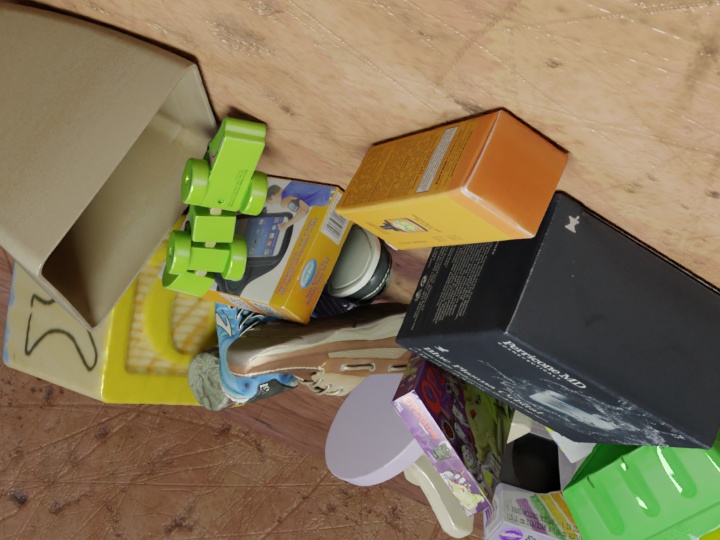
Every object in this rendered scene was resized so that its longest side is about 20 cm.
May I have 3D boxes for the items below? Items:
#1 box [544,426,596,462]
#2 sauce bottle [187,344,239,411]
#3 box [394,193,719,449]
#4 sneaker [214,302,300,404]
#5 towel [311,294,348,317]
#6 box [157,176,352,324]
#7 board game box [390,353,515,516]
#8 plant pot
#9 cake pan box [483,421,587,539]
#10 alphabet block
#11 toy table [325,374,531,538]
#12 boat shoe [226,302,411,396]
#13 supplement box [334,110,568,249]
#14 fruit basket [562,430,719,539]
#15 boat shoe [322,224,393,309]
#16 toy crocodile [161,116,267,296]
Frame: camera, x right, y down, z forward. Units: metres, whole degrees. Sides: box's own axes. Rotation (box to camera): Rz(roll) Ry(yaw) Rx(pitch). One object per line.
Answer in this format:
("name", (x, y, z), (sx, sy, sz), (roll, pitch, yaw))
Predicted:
("box", (0.175, 0.105, 1.323), (0.122, 0.047, 0.200), (59, -176, 28))
("sauce bottle", (-0.083, 0.088, 1.422), (0.064, 0.065, 0.199), (12, -159, 41))
("box", (0.163, 0.046, 1.093), (0.196, 0.118, 0.200), (29, 165, -17))
("sneaker", (-0.111, 0.045, 1.309), (0.200, 0.078, 0.090), (-114, 7, -51))
("towel", (-0.023, 0.038, 1.433), (0.200, 0.024, 0.145), (31, -165, -50))
("box", (-0.103, -0.027, 1.270), (0.199, 0.120, 0.041), (12, 162, 41))
("board game box", (0.086, 0.111, 1.206), (0.120, 0.032, 0.200), (52, -156, -11))
("plant pot", (-0.248, -0.098, 1.137), (0.176, 0.200, 0.200), (33, 168, 9))
("cake pan box", (0.221, 0.236, 1.528), (0.199, 0.185, 0.052), (20, 131, -14))
("alphabet block", (-0.233, 0.029, 1.453), (0.196, 0.197, 0.199), (5, -175, -43))
("toy table", (0.067, 0.160, 1.381), (0.117, 0.185, 0.200), (26, 155, -24))
("boat shoe", (-0.024, 0.077, 1.234), (0.199, 0.072, 0.076), (-8, -168, -29))
("supplement box", (0.059, -0.059, 0.988), (0.066, 0.069, 0.200), (31, 164, -22))
("fruit basket", (0.317, 0.219, 1.268), (0.214, 0.155, 0.217), (15, 122, 26))
("boat shoe", (0.000, 0.000, 1.308), (0.060, 0.076, 0.200), (29, 178, -15))
("toy crocodile", (-0.125, -0.051, 1.188), (0.067, 0.062, 0.201), (5, 132, -19))
